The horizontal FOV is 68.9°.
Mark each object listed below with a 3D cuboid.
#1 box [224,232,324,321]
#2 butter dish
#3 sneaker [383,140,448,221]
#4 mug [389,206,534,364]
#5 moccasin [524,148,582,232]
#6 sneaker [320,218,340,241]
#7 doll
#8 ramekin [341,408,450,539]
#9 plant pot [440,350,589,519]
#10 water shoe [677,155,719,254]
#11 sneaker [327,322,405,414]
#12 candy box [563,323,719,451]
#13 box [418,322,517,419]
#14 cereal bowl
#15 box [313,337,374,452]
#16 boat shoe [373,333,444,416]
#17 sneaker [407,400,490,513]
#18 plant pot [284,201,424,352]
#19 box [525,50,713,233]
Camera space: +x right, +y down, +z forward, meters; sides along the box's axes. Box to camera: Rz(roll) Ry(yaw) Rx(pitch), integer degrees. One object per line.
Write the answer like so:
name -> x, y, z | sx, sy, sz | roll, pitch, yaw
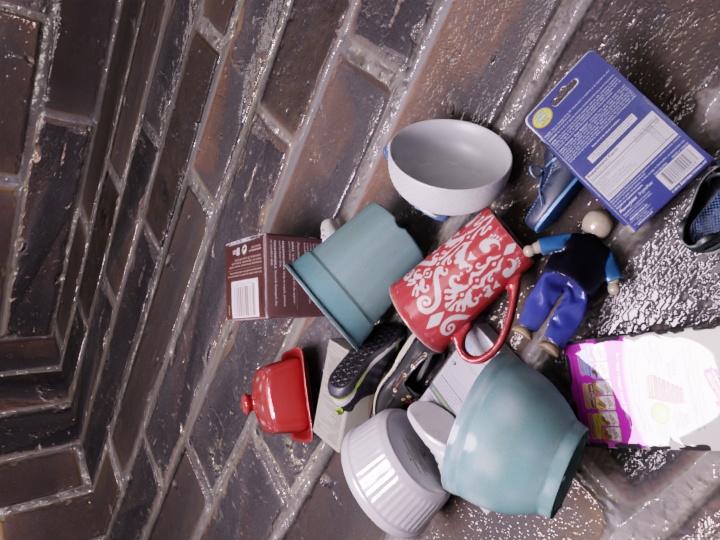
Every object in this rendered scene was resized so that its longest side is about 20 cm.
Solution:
box -> -0.169, 0.020, 1.133 | 0.163, 0.196, 0.170 | -9, 83, 45
butter dish -> -0.193, 0.286, 1.167 | 0.199, 0.144, 0.206 | 148, 116, -65
sneaker -> 0.110, -0.178, 0.929 | 0.085, 0.076, 0.203 | -45, 59, 31
mug -> 0.172, 0.026, 0.816 | 0.178, 0.134, 0.200 | 45, 108, -6
moccasin -> 0.290, -0.152, 0.739 | 0.068, 0.080, 0.203 | 38, 104, 24
sneaker -> -0.015, -0.031, 1.069 | 0.081, 0.074, 0.203 | -41, 67, 27
doll -> 0.281, 0.006, 0.712 | 0.135, 0.048, 0.203 | 31, 88, 21
ramekin -> 0.069, 0.328, 0.883 | 0.094, 0.200, 0.205 | -45, 58, 20
plant pot -> 0.211, 0.228, 0.680 | 0.132, 0.198, 0.206 | 24, 106, 33
water shoe -> 0.428, -0.109, 0.579 | 0.071, 0.078, 0.205 | 36, 115, 40
sneaker -> 0.012, 0.181, 0.974 | 0.071, 0.199, 0.084 | 20, 140, 43
candy box -> 0.367, 0.146, 0.653 | 0.197, 0.060, 0.141 | -17, 77, 47
box -> 0.192, 0.214, 0.856 | 0.157, 0.040, 0.203 | 50, 125, 34
cereal bowl -> 0.138, -0.154, 0.832 | 0.200, 0.197, 0.085 | 46, 151, 36
box -> -0.027, 0.248, 1.064 | 0.094, 0.076, 0.206 | 23, 106, 44
boat shoe -> 0.084, 0.208, 0.948 | 0.063, 0.072, 0.205 | 47, 118, 45
sneaker -> 0.141, 0.299, 0.837 | 0.199, 0.074, 0.091 | 39, 129, 37
plant pot -> 0.000, 0.000, 0.930 | 0.196, 0.201, 0.200 | -43, 53, -4
box -> 0.319, -0.165, 0.665 | 0.121, 0.032, 0.201 | -44, 79, 17
